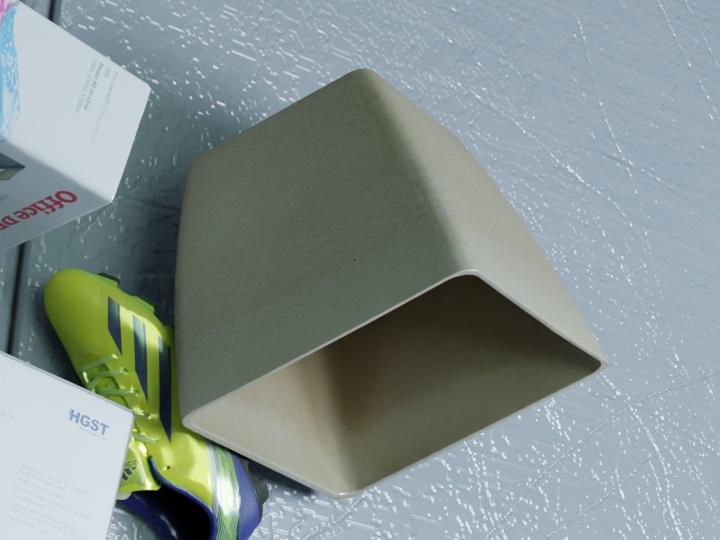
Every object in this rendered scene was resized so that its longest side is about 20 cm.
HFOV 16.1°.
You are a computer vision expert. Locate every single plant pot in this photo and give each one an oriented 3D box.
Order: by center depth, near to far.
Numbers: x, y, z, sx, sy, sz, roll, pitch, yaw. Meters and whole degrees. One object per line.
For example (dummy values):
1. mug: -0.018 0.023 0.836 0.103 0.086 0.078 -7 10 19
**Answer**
1. plant pot: 0.000 0.000 1.548 0.200 0.200 0.177 33 33 -55

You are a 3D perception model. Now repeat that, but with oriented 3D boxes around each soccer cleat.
1. soccer cleat: -0.130 0.090 1.512 0.084 0.065 0.200 -43 106 -39

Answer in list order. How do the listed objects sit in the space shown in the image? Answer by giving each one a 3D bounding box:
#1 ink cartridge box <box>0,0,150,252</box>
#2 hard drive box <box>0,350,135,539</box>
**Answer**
1. ink cartridge box: -0.240 -0.100 1.419 0.200 0.145 0.088 31 59 -30
2. hard drive box: -0.224 0.147 1.405 0.156 0.077 0.200 28 61 -32
